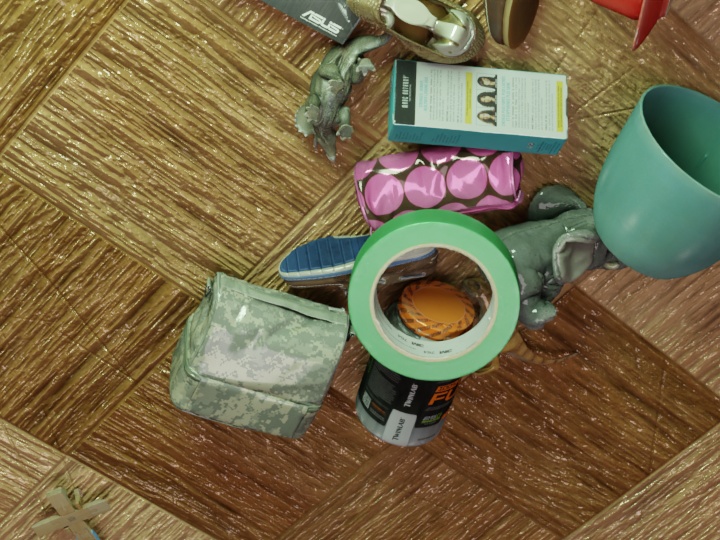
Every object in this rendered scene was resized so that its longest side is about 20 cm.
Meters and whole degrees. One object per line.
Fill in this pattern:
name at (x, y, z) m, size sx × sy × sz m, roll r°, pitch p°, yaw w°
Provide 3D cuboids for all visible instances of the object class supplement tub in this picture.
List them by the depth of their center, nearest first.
supplement tub at (0.072, 0.118, 1.655) m, size 0.122 × 0.123 × 0.200 m, roll 10°, pitch 129°, yaw -9°

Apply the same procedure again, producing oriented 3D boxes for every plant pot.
plant pot at (0.362, -0.087, 1.492) m, size 0.200 × 0.201 × 0.161 m, roll 21°, pitch 130°, yaw -16°

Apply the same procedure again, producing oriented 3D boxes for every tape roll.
tape roll at (0.086, 0.030, 1.515) m, size 0.200 × 0.048 × 0.201 m, roll 1°, pitch 112°, yaw 3°

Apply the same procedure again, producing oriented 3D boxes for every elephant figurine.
elephant figurine at (0.248, -0.033, 1.578) m, size 0.200 × 0.155 × 0.142 m, roll -38°, pitch 76°, yaw 10°

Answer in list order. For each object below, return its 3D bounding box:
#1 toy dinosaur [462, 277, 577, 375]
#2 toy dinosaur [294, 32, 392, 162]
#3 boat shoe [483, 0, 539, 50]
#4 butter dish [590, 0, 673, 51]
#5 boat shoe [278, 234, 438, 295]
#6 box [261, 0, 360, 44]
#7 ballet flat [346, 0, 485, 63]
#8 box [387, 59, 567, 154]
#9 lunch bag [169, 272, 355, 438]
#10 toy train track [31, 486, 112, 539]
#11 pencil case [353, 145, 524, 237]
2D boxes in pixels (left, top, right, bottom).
toy dinosaur at (0.189, 0.094, 1.688) m, size 0.106 × 0.060 × 0.200 m, roll -36°, pitch 119°, yaw 19°
toy dinosaur at (-0.027, -0.211, 1.450) m, size 0.077 × 0.102 × 0.201 m, roll 12°, pitch 115°, yaw -19°
boat shoe at (0.157, -0.333, 1.387) m, size 0.070 × 0.070 × 0.200 m, roll 26°, pitch 137°, yaw 24°
butter dish at (0.267, -0.356, 1.323) m, size 0.147 × 0.200 × 0.200 m, roll 19°, pitch 126°, yaw 13°
boat shoe at (0.000, 0.000, 1.607) m, size 0.199 × 0.072 × 0.073 m, roll -10°, pitch 126°, yaw 4°
box at (-0.063, -0.355, 1.370) m, size 0.200 × 0.048 × 0.159 m, roll 26°, pitch 121°, yaw -19°
ballet flat at (0.072, -0.264, 1.390) m, size 0.200 × 0.065 × 0.071 m, roll 13°, pitch 104°, yaw -38°
box at (0.132, -0.184, 1.470) m, size 0.199 × 0.083 × 0.049 m, roll 5°, pitch 161°, yaw -5°
lunch bag at (-0.123, 0.099, 1.630) m, size 0.199 × 0.140 × 0.168 m, roll 19°, pitch 123°, yaw -16°
toy train track at (-0.401, 0.374, 1.881) m, size 0.114 × 0.033 × 0.200 m, roll -20°, pitch 129°, yaw 3°
pencil case at (0.095, -0.099, 1.530) m, size 0.199 × 0.094 × 0.091 m, roll -11°, pitch 162°, yaw 8°
